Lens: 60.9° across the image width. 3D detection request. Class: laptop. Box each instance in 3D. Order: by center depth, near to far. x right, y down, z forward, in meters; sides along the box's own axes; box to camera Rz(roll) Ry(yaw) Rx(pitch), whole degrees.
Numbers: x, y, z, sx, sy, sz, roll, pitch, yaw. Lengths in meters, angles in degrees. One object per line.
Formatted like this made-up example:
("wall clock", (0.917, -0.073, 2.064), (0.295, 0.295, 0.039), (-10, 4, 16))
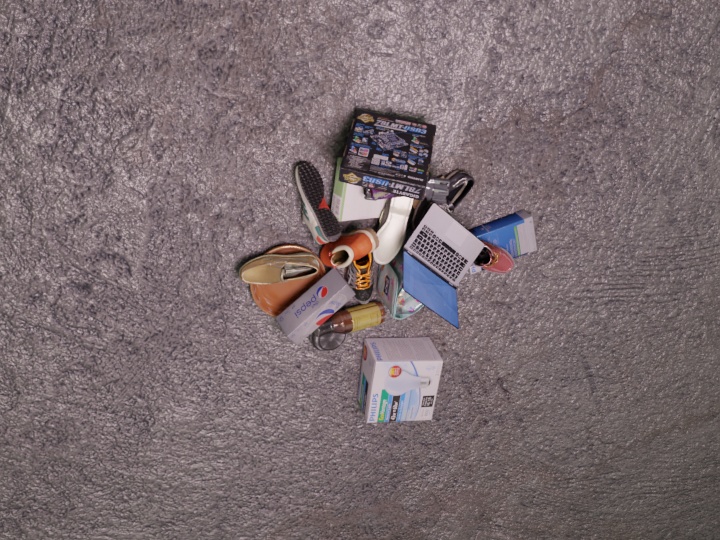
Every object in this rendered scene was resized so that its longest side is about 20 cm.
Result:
("laptop", (0.197, -0.012, 1.414), (0.186, 0.116, 0.202), (33, 94, -27))

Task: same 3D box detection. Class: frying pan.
("frying pan", (-0.096, 0.149, 1.626), (0.114, 0.031, 0.191), (-37, 131, -4))

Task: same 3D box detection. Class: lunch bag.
("lunch bag", (0.125, 0.014, 1.558), (0.121, 0.171, 0.201), (38, 98, -27))

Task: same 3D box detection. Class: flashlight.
("flashlight", (0.107, -0.190, 1.444), (0.195, 0.068, 0.070), (6, 90, -8))

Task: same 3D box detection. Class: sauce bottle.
("sauce bottle", (-0.031, 0.130, 1.607), (0.196, 0.066, 0.068), (-11, 117, -25))

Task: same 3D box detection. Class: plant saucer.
("plant saucer", (-0.184, 0.026, 1.564), (0.195, 0.038, 0.205), (-5, 114, -11))

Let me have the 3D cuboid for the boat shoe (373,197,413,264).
("boat shoe", (0.081, -0.116, 1.522), (0.070, 0.060, 0.206), (17, 104, -7))

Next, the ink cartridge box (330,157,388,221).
("ink cartridge box", (0.026, -0.203, 1.510), (0.196, 0.048, 0.149), (-9, 118, -36))

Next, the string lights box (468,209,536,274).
("string lights box", (0.366, -0.076, 1.641), (0.196, 0.059, 0.105), (-19, 117, -5))

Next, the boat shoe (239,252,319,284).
("boat shoe", (-0.197, 0.000, 1.486), (0.195, 0.076, 0.073), (-13, 117, -7))

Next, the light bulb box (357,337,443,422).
("light bulb box", (0.106, 0.303, 1.710), (0.195, 0.125, 0.203), (0, 114, -15))

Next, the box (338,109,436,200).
("box", (0.064, -0.265, 1.380), (0.195, 0.202, 0.050), (12, 144, 1))

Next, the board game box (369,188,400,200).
("board game box", (0.063, -0.253, 1.418), (0.117, 0.204, 0.033), (-4, 147, -13))

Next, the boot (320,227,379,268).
("boot", (-0.054, -0.042, 1.481), (0.107, 0.198, 0.076), (-36, 100, -38))

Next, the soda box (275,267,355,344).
("soda box", (-0.112, 0.090, 1.534), (0.199, 0.068, 0.064), (-41, 146, -1))

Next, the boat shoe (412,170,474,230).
("boat shoe", (0.207, -0.170, 1.526), (0.200, 0.062, 0.073), (-46, 129, -12))

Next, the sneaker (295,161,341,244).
("sneaker", (-0.122, -0.155, 1.478), (0.070, 0.092, 0.204), (-28, 97, -40))

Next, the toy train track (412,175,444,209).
("toy train track", (0.179, -0.167, 1.569), (0.114, 0.032, 0.202), (-38, 125, -18))

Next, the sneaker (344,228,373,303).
("sneaker", (0.000, 0.000, 1.575), (0.076, 0.077, 0.204), (-12, 118, -10))

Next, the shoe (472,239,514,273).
("shoe", (0.324, -0.031, 1.566), (0.197, 0.091, 0.072), (25, 107, -21))
